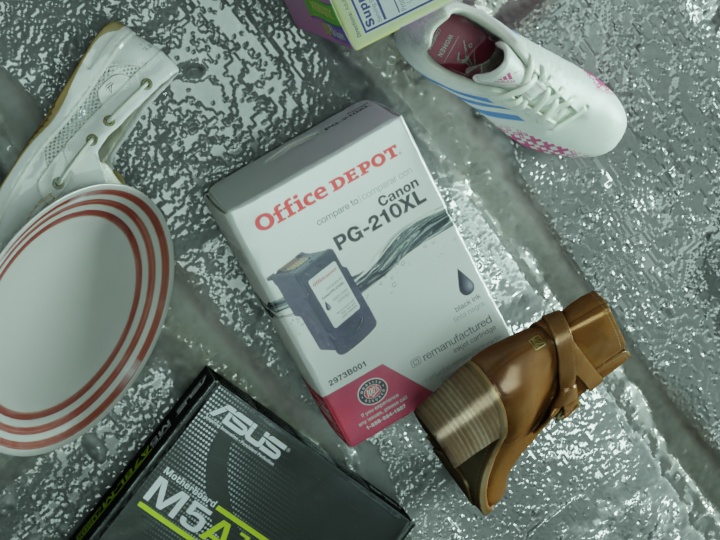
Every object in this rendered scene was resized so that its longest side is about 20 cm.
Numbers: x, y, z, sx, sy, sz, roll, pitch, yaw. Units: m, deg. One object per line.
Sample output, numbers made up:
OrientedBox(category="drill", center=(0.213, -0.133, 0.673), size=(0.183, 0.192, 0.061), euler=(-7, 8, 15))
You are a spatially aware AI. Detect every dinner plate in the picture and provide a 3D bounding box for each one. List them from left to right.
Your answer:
OrientedBox(category="dinner plate", center=(-0.202, 0.032, 1.177), size=(0.200, 0.024, 0.200), euler=(-39, 143, -38))

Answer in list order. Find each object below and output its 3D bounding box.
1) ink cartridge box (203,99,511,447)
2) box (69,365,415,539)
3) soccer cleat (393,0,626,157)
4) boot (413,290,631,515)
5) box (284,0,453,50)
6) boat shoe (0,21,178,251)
OrientedBox(category="ink cartridge box", center=(0.000, 0.000, 1.241), size=(0.145, 0.084, 0.200), euler=(-30, 108, -7))
OrientedBox(category="box", center=(-0.094, 0.204, 1.285), size=(0.200, 0.048, 0.193), euler=(39, 93, -19))
OrientedBox(category="soccer cleat", center=(0.113, -0.132, 1.239), size=(0.200, 0.086, 0.070), euler=(25, 95, -18))
OrientedBox(category="boot", center=(0.122, 0.093, 1.253), size=(0.155, 0.077, 0.200), euler=(-35, 150, -4))
OrientedBox(category="box", center=(0.044, -0.238, 1.150), size=(0.200, 0.176, 0.097), euler=(-27, 107, -7))
OrientedBox(category="boat shoe", center=(-0.192, -0.069, 1.177), size=(0.069, 0.071, 0.200), euler=(31, 93, 0))
